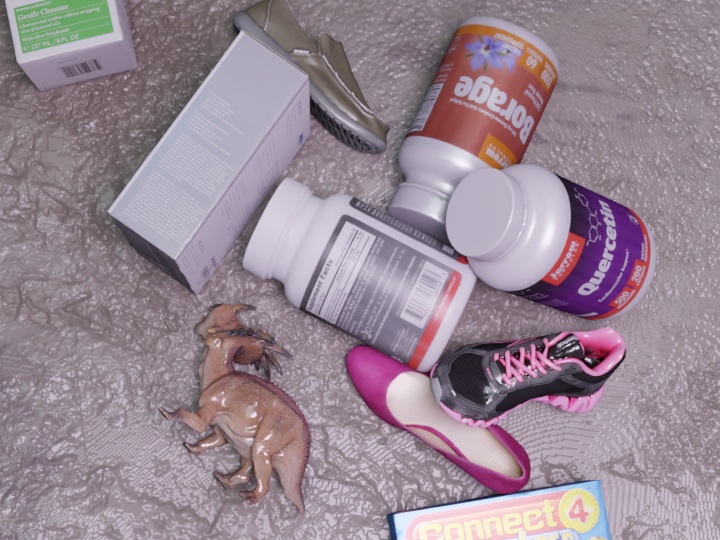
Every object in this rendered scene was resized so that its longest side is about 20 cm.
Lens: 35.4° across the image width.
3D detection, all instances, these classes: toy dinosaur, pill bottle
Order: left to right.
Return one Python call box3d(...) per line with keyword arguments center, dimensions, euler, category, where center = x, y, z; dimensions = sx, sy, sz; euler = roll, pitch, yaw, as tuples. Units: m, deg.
box3d(center=(-0.095, 0.127, 1.031), dimensions=(0.200, 0.086, 0.136), euler=(46, 73, 0), category="toy dinosaur")
box3d(center=(0.000, 0.000, 1.040), dimensions=(0.198, 0.116, 0.117), euler=(27, 79, 3), category="pill bottle")
box3d(center=(0.104, -0.128, 1.072), dimensions=(0.111, 0.112, 0.202), euler=(25, 79, 2), category="pill bottle")
box3d(center=(0.170, -0.027, 1.010), dimensions=(0.198, 0.112, 0.114), euler=(17, 75, -41), category="pill bottle")

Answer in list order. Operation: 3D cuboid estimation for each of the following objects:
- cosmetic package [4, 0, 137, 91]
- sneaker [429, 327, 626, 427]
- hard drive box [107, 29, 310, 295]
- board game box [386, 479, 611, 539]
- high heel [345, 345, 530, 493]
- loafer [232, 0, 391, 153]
box3d(center=(-0.292, -0.291, 1.096), dimensions=(0.106, 0.085, 0.203), euler=(-15, 81, -3), category="cosmetic package")
box3d(center=(0.155, 0.084, 1.011), dimensions=(0.197, 0.096, 0.080), euler=(-5, 62, -29), category="sneaker")
box3d(center=(-0.130, -0.093, 1.031), dimensions=(0.076, 0.156, 0.201), euler=(34, 78, 5), category="hard drive box")
box3d(center=(0.136, 0.304, 1.019), dimensions=(0.197, 0.056, 0.199), euler=(-9, 80, -5), category="board game box")
box3d(center=(0.069, 0.132, 1.027), dimensions=(0.200, 0.096, 0.067), euler=(43, 80, 5), category="high heel")
box3d(center=(-0.038, -0.196, 1.096), dimensions=(0.070, 0.075, 0.200), euler=(-44, 84, -6), category="loafer")
